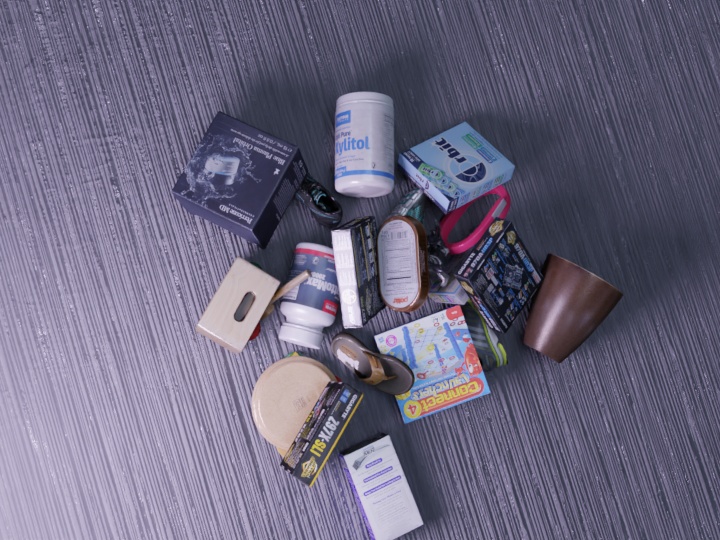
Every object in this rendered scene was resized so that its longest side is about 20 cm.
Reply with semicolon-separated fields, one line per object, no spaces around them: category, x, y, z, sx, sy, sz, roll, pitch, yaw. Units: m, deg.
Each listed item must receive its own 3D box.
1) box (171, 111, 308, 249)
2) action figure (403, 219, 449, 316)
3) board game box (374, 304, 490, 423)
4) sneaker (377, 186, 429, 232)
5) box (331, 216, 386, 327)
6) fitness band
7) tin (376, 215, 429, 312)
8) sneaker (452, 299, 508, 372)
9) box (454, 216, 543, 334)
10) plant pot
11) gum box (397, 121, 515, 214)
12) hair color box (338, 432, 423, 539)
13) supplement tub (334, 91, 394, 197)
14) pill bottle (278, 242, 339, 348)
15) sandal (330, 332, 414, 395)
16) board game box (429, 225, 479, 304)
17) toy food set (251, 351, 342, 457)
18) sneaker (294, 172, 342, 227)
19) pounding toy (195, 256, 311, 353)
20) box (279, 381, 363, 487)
box;-0.242;-0.184;1.616;0.195;0.118;0.202;25;77;13
action figure;0.140;-0.004;1.699;0.101;0.119;0.201;31;100;-1
board game box;0.152;0.198;1.696;0.198;0.056;0.198;-20;87;2
sneaker;0.109;-0.105;1.750;0.091;0.078;0.201;41;83;-15
box;0.000;0.000;1.639;0.048;0.161;0.203;-4;102;19
fitness band;0.247;-0.115;1.744;0.201;0.143;0.037;-52;122;-15
tin;0.085;-0.014;1.648;0.042;0.111;0.203;0;85;-50
sneaker;0.246;0.138;1.747;0.080;0.074;0.201;-32;89;-12
box;0.294;0.014;1.663;0.160;0.046;0.200;-52;131;-14
plant pot;0.450;0.096;1.759;0.186;0.187;0.202;29;92;-8
gum box;0.209;-0.229;1.739;0.199;0.045;0.170;-28;61;-25
hair color box;0.042;0.456;1.661;0.108;0.065;0.202;-21;90;-14
supplement tub;0.009;-0.268;1.709;0.130;0.132;0.203;1;82;-13
pill bottle;-0.101;0.054;1.648;0.118;0.120;0.202;16;80;-11
sandal;0.018;0.198;1.655;0.199;0.055;0.082;33;110;12
board game box;0.240;-0.016;1.729;0.034;0.134;0.201;42;76;-16
toy food set;-0.128;0.277;1.650;0.200;0.049;0.198;46;75;-4
sneaker;-0.112;-0.176;1.696;0.199;0.079;0.076;39;76;-5
pounding toy;-0.218;0.063;1.585;0.141;0.184;0.201;31;77;-8
box;-0.078;0.314;1.550;0.049;0.160;0.201;33;76;-7
